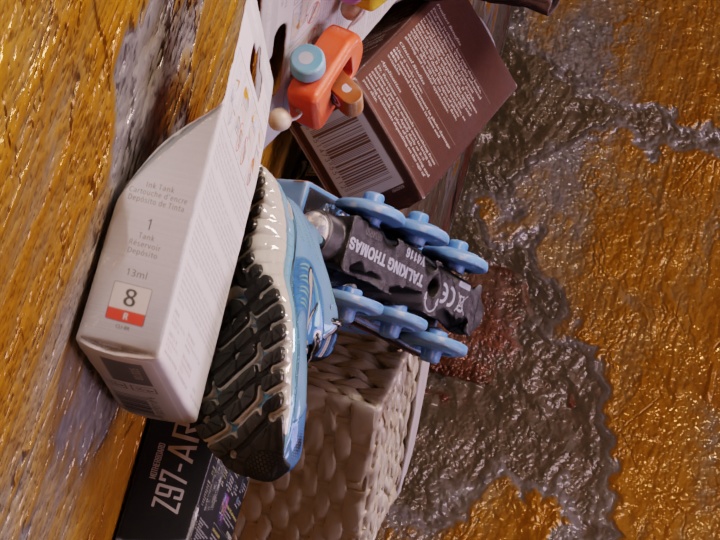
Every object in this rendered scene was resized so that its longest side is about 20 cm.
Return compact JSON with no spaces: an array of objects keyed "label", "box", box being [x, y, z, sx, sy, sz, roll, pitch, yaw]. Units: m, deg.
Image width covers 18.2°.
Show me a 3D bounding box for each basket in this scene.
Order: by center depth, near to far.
[{"label":"basket","box":[-0.033,0.107,1.606,0.124,0.135,0.201,-67,169,-46]}]

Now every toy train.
[{"label":"toy train","box":[0.000,-0.169,1.378,0.150,0.055,0.200,-57,165,-26]},{"label":"toy train","box":[0.000,0.000,1.461,0.200,0.114,0.087,27,76,-53]}]

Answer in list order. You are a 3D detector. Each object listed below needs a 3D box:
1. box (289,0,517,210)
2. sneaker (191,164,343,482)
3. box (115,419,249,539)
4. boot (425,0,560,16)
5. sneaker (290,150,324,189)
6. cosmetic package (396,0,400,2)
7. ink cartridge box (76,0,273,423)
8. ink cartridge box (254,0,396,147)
[{"label":"box","box":[0.030,-0.122,1.600,0.100,0.075,0.200,59,35,-13]},{"label":"sneaker","box":[-0.041,0.033,1.257,0.078,0.090,0.201,-31,-138,32]},{"label":"box","box":[-0.106,0.141,1.413,0.200,0.043,0.161,81,24,-76]},{"label":"boot","box":[0.077,-0.241,1.645,0.200,0.166,0.073,-66,169,-60]},{"label":"sneaker","box":[-0.015,-0.074,1.649,0.076,0.070,0.201,45,56,-79]},{"label":"cosmetic package","box":[0.018,-0.176,1.821,0.151,0.051,0.201,-69,171,-65]},{"label":"ink cartridge box","box":[-0.091,-0.035,1.156,0.162,0.050,0.201,82,17,-75]},{"label":"ink cartridge box","box":[-0.031,-0.188,1.445,0.200,0.047,0.160,-51,161,-36]}]
